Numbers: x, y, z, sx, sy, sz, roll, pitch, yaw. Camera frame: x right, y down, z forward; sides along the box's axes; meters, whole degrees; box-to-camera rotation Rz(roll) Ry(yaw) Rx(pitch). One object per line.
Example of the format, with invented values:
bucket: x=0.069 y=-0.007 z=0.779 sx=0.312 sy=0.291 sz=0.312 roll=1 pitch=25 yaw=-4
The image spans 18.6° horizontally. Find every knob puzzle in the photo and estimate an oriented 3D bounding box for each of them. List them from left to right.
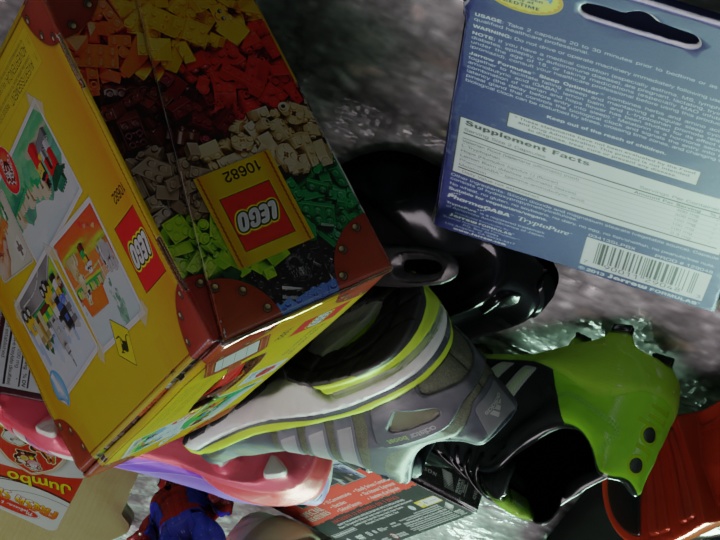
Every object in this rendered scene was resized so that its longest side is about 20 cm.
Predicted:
knob puzzle: x=-0.221 y=0.101 z=1.274 sx=0.219 sy=0.031 sz=0.220 roll=10 pitch=138 yaw=9

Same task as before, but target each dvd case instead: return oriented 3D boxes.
dvd case: x=-0.047 y=0.097 z=1.228 sx=0.200 sy=0.022 sz=0.146 roll=28 pitch=154 yaw=-16

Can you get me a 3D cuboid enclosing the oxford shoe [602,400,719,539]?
oxford shoe: x=0.197 y=0.076 z=0.968 sx=0.072 sy=0.071 sz=0.200 roll=2 pitch=166 yaw=-38

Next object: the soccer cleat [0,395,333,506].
soccer cleat: x=-0.109 y=0.083 z=1.155 sx=0.199 sy=0.067 sz=0.077 roll=12 pitch=157 yaw=16

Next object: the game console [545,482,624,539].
game console: x=0.200 y=0.174 z=1.196 sx=0.176 sy=0.116 sz=0.200 roll=49 pitch=158 yaw=13

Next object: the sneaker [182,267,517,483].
sneaker: x=-0.010 y=0.063 z=0.978 sx=0.081 sy=0.074 sz=0.200 roll=43 pitch=151 yaw=-17

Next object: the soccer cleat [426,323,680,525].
soccer cleat: x=0.066 y=0.078 z=1.029 sx=0.067 sy=0.081 sz=0.200 roll=34 pitch=152 yaw=-26

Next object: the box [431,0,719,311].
box: x=0.093 y=-0.055 z=0.799 sx=0.121 sy=0.032 sz=0.200 roll=18 pitch=156 yaw=6

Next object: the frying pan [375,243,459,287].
frying pan: x=-0.038 y=-0.019 z=0.933 sx=0.190 sy=0.115 sz=0.031 roll=-28 pitch=172 yaw=41

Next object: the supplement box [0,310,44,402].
supplement box: x=-0.190 y=0.026 z=1.087 sx=0.199 sy=0.061 sz=0.109 roll=10 pitch=180 yaw=14

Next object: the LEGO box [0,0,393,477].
LEGO box: x=-0.085 y=-0.020 z=0.863 sx=0.149 sy=0.077 sz=0.200 roll=63 pitch=153 yaw=7

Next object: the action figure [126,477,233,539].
action figure: x=-0.099 y=0.152 z=1.258 sx=0.052 sy=0.065 sz=0.200 roll=60 pitch=178 yaw=-16

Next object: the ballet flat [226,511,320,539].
ballet flat: x=-0.053 y=0.180 z=1.331 sx=0.069 sy=0.070 sz=0.200 roll=13 pitch=166 yaw=16

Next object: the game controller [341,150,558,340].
game controller: x=0.000 y=0.000 z=0.988 sx=0.104 sy=0.042 sz=0.200 roll=46 pitch=148 yaw=-16
